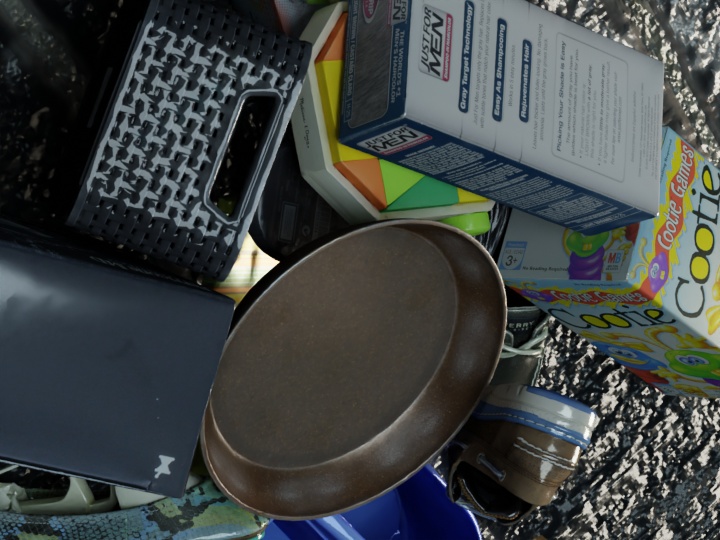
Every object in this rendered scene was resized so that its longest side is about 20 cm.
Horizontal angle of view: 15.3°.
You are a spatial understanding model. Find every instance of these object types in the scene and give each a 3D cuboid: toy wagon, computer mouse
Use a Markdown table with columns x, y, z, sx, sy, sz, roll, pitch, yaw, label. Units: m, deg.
| x | y | z | sx | sy | sz | roll | pitch | yaw | label |
| --- | --- | --- | --- | --- | --- | --- | --- | --- | --- |
| 0.041 | -0.095 | 1.552 | 0.200 | 0.040 | 0.156 | -7 | 85 | -41 | toy wagon |
| 0.000 | 0.000 | 1.567 | 0.200 | 0.046 | 0.141 | 5 | 89 | -40 | computer mouse |

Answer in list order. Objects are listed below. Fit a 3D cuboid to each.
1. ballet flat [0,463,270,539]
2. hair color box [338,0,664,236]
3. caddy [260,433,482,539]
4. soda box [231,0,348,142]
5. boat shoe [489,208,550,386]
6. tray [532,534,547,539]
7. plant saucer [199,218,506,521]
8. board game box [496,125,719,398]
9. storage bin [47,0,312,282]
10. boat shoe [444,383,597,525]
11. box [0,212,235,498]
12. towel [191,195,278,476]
| x | y | z | sx | sy | sz | roll | pitch | yaw | label |
| --- | --- | --- | --- | --- | --- | --- | --- | --- | --- |
| -0.153 | 0.132 | 1.539 | 0.199 | 0.074 | 0.074 | -7 | 107 | 8 | ballet flat |
| 0.083 | -0.097 | 1.522 | 0.200 | 0.060 | 0.100 | 19 | 66 | -37 | hair color box |
| -0.007 | 0.172 | 1.630 | 0.141 | 0.105 | 0.200 | -52 | 130 | -12 | caddy |
| -0.021 | -0.119 | 1.597 | 0.063 | 0.068 | 0.200 | -26 | 113 | -21 | soda box |
| 0.084 | 0.030 | 1.688 | 0.071 | 0.064 | 0.201 | -13 | 107 | -25 | boat shoe |
| 0.057 | 0.259 | 1.663 | 0.099 | 0.037 | 0.200 | -25 | 149 | -46 | tray |
| -0.009 | 0.050 | 1.504 | 0.200 | 0.034 | 0.201 | -21 | 133 | -24 | plant saucer |
| 0.190 | -0.002 | 1.675 | 0.200 | 0.105 | 0.103 | 34 | 67 | -44 | board game box |
| -0.103 | -0.079 | 1.476 | 0.094 | 0.200 | 0.135 | 20 | 91 | -11 | storage bin |
| 0.080 | 0.110 | 1.597 | 0.072 | 0.200 | 0.073 | 23 | 80 | -6 | boat shoe |
| -0.205 | 0.030 | 1.457 | 0.196 | 0.200 | 0.118 | 15 | 94 | -30 | box |
| -0.082 | 0.050 | 1.602 | 0.086 | 0.018 | 0.200 | 1 | 109 | -54 | towel |
